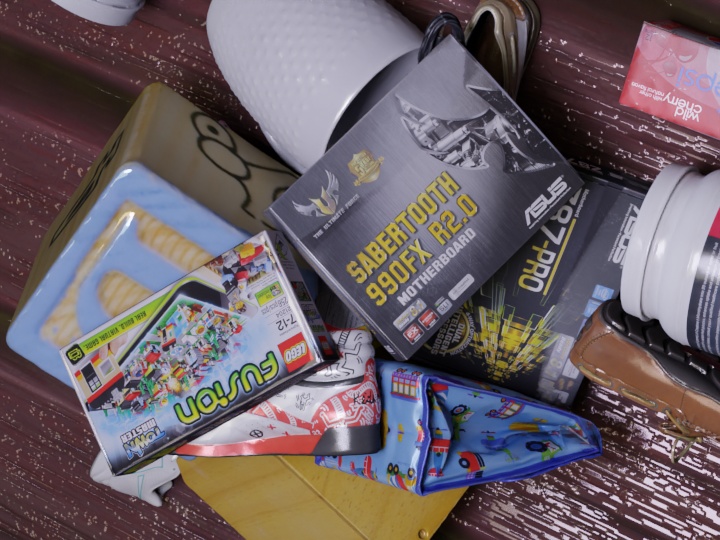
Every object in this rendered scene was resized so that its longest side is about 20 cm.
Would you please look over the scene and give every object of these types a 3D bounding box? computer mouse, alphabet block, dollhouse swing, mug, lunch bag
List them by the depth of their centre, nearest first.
[{"bbox_3d":[0.086,0.120,1.583,0.150,0.198,0.095,7,95,56],"label":"lunch bag"},{"bbox_3d":[0.037,-0.125,1.603,0.201,0.058,0.034,-66,33,30],"label":"computer mouse"},{"bbox_3d":[-0.156,-0.004,1.634,0.195,0.200,0.197,35,110,-13],"label":"alphabet block"},{"bbox_3d":[-0.044,-0.162,1.663,0.175,0.147,0.201,42,145,22],"label":"mug"},{"bbox_3d":[-0.032,0.157,1.724,0.200,0.176,0.182,43,73,-11],"label":"dollhouse swing"}]

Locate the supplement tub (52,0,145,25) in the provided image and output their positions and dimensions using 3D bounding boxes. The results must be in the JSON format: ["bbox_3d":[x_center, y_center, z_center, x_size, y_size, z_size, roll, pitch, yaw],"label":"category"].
[{"bbox_3d":[-0.202,-0.328,1.696,0.145,0.145,0.201,41,115,14],"label":"supplement tub"}]

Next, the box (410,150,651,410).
[{"bbox_3d":[0.131,-0.002,1.613,0.160,0.049,0.202,19,110,-8],"label":"box"}]

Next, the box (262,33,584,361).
[{"bbox_3d":[0.049,-0.056,1.516,0.200,0.048,0.159,-43,94,-9],"label":"box"}]

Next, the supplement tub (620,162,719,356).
[{"bbox_3d":[0.313,0.005,1.504,0.198,0.140,0.142,19,108,22],"label":"supplement tub"}]

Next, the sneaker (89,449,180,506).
[{"bbox_3d":[-0.186,0.142,1.810,0.080,0.071,0.201,30,137,4],"label":"sneaker"}]

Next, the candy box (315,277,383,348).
[{"bbox_3d":[0.000,0.000,1.633,0.101,0.201,0.027,-19,122,25],"label":"candy box"}]

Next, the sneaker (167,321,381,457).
[{"bbox_3d":[-0.077,0.090,1.535,0.199,0.067,0.109,-3,86,24],"label":"sneaker"}]

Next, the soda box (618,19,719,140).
[{"bbox_3d":[0.306,-0.130,1.525,0.199,0.063,0.071,23,109,22],"label":"soda box"}]

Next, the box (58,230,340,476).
[{"bbox_3d":[-0.124,0.064,1.499,0.199,0.035,0.111,-30,79,18],"label":"box"}]

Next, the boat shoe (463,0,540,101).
[{"bbox_3d":[0.092,-0.131,1.629,0.074,0.068,0.202,17,107,23],"label":"boat shoe"}]

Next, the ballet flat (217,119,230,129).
[{"bbox_3d":[-0.115,-0.035,1.760,0.070,0.069,0.202,12,111,4],"label":"ballet flat"}]

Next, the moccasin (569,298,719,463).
[{"bbox_3d":[0.261,0.105,1.580,0.200,0.074,0.078,27,123,0],"label":"moccasin"}]
